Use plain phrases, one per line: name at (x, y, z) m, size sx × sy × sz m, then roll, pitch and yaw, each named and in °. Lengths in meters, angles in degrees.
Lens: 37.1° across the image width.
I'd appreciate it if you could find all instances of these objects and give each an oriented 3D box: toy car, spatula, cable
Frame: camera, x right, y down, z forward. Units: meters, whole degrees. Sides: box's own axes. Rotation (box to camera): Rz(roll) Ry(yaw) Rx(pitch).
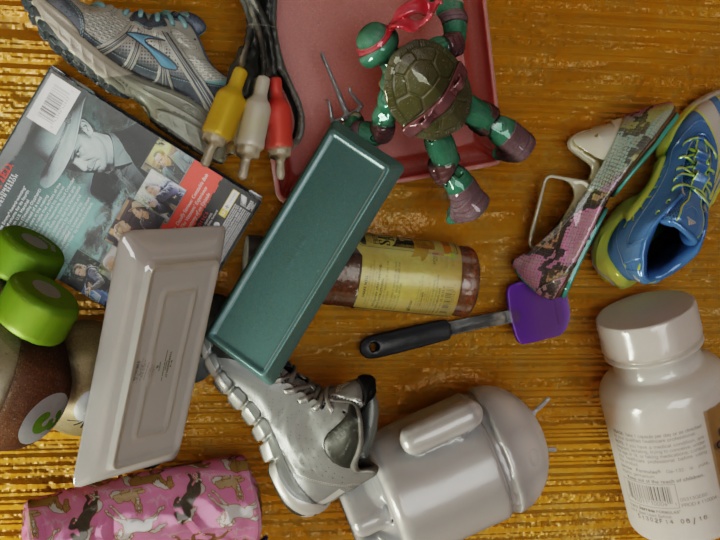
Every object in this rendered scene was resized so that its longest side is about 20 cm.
toy car at (-0.219, 0.091, 0.835) m, size 0.198 × 0.158 × 0.166 m, roll 25°, pitch 104°, yaw -32°
spatula at (0.094, 0.049, 0.947) m, size 0.196 × 0.021 × 0.058 m, roll -13°, pitch 91°, yaw -7°
cable at (-0.070, -0.169, 0.816) m, size 0.096 × 0.050 × 0.204 m, roll 6°, pitch 94°, yaw -38°

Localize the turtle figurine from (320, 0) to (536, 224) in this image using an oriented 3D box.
turtle figurine at (0.045, -0.136, 0.829) m, size 0.149 × 0.101 × 0.200 m, roll -41°, pitch 116°, yaw 10°

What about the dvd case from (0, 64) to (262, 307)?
dvd case at (-0.199, -0.049, 0.869) m, size 0.198 × 0.022 × 0.147 m, roll 31°, pitch 93°, yaw -17°

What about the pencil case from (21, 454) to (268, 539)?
pencil case at (-0.179, 0.210, 0.878) m, size 0.196 × 0.083 × 0.088 m, roll -7°, pitch 81°, yaw -20°

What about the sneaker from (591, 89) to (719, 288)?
sneaker at (0.285, -0.064, 0.922) m, size 0.075 × 0.105 × 0.202 m, roll 32°, pitch 93°, yaw -16°

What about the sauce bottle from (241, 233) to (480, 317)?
sauce bottle at (0.000, 0.000, 0.896) m, size 0.196 × 0.066 × 0.067 m, roll 6°, pitch 100°, yaw -15°

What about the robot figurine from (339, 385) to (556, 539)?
robot figurine at (0.077, 0.171, 0.920) m, size 0.197 × 0.114 × 0.171 m, roll -22°, pitch 144°, yaw -7°

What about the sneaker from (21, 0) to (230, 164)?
sneaker at (-0.168, -0.172, 0.832) m, size 0.199 × 0.077 × 0.087 m, roll 35°, pitch 86°, yaw -25°

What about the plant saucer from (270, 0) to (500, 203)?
plant saucer at (0.010, -0.172, 0.880) m, size 0.196 × 0.037 × 0.204 m, roll -11°, pitch 102°, yaw -9°

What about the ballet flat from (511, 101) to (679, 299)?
ballet flat at (0.196, -0.073, 0.929) m, size 0.071 × 0.069 × 0.202 m, roll 32°, pitch 93°, yaw 6°

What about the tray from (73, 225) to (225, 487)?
tray at (-0.153, 0.067, 0.806) m, size 0.107 × 0.022 × 0.203 m, roll -7°, pitch 116°, yaw -52°

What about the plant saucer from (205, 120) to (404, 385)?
plant saucer at (-0.046, -0.013, 0.827) m, size 0.069 × 0.019 × 0.202 m, roll 33°, pitch 96°, yaw 11°

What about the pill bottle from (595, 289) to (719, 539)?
pill bottle at (0.274, 0.127, 0.952) m, size 0.113 × 0.114 × 0.203 m, roll -18°, pitch 104°, yaw -7°

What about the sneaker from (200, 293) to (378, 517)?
sneaker at (-0.046, 0.091, 0.871) m, size 0.114 × 0.075 × 0.202 m, roll -28°, pitch 94°, yaw 23°
